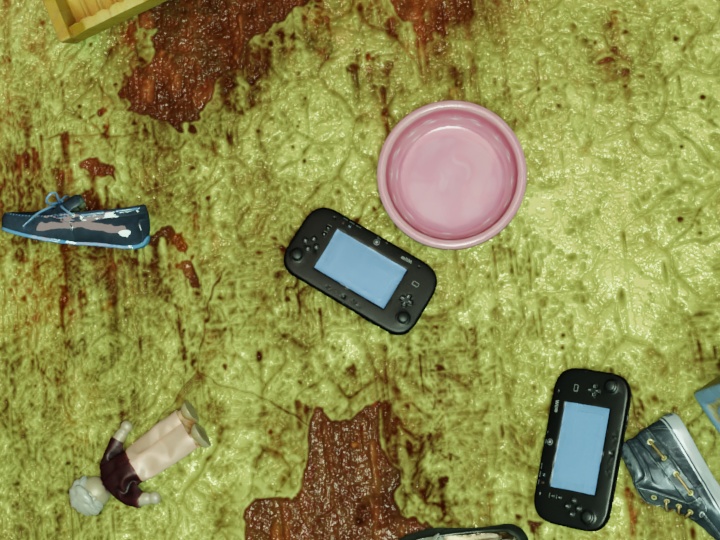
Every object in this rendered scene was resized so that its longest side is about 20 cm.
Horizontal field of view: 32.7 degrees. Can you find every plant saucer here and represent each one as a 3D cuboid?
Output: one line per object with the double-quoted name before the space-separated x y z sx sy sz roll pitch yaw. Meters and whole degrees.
"plant saucer" 0.122 -0.124 1.639 0.198 0.051 0.203 -1 80 5

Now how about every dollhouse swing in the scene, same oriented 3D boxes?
"dollhouse swing" -0.345 -0.432 1.671 0.198 0.182 0.177 -24 100 1

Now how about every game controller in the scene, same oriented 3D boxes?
"game controller" 0.283 0.227 1.564 0.103 0.042 0.202 8 80 26
"game controller" 0.000 0.000 1.625 0.199 0.042 0.105 30 85 8

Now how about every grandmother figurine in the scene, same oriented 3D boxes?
"grandmother figurine" -0.295 0.258 1.608 0.199 0.061 0.122 -32 53 2

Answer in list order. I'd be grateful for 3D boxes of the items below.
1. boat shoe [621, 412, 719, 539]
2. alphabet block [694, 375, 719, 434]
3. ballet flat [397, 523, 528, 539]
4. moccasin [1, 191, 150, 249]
"boat shoe" 0.406 0.288 1.546 0.090 0.071 0.201 -28 73 1
"alphabet block" 0.554 0.167 1.487 0.199 0.196 0.196 -32 81 -2
"ballet flat" 0.115 0.357 1.553 0.198 0.068 0.069 -14 80 2
"moccasin" -0.383 -0.071 1.660 0.198 0.080 0.069 4 96 -8
